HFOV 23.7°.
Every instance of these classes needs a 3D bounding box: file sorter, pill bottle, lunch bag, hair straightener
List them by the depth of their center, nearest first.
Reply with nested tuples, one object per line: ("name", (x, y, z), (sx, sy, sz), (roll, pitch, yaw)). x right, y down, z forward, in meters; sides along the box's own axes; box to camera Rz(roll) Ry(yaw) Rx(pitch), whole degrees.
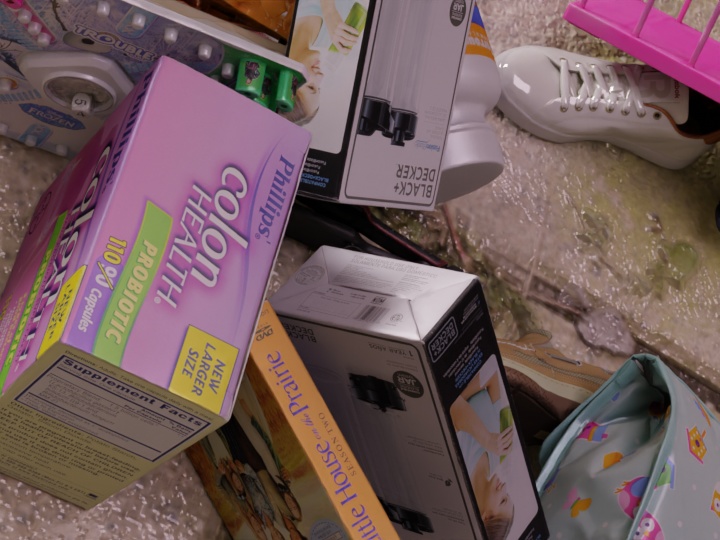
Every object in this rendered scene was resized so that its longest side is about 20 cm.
("lunch bag", (0.192, 0.176, 1.106), (0.170, 0.121, 0.201), (43, 58, -28))
("hair straightener", (0.000, 0.000, 1.136), (0.199, 0.041, 0.077), (34, 56, -21))
("pill bottle", (0.032, -0.150, 1.166), (0.111, 0.112, 0.202), (-8, 74, -33))
("file sorter", (0.279, -0.199, 1.255), (0.199, 0.126, 0.139), (31, 24, 16))

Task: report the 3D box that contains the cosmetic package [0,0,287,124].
("cosmetic package", (-0.144, -0.119, 1.049), (0.199, 0.103, 0.074), (21, 65, -24))

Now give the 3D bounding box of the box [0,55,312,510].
("box", (-0.131, 0.014, 0.944), (0.096, 0.200, 0.177), (27, 59, -20))

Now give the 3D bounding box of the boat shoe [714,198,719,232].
("boat shoe", (0.318, -0.093, 1.352), (0.074, 0.093, 0.200), (21, 28, 14))

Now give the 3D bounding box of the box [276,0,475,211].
("box", (0.012, -0.140, 1.036), (0.116, 0.060, 0.202), (4, 99, -58))

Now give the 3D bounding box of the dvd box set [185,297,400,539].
("dvd box set", (-0.043, 0.128, 0.983), (0.029, 0.146, 0.201), (-27, 86, -31))

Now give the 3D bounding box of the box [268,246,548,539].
("box", (0.029, 0.091, 0.998), (0.060, 0.116, 0.201), (-46, 132, -36))

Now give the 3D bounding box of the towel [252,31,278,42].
("towel", (-0.025, -0.223, 1.120), (0.146, 0.030, 0.201), (32, 89, 16))

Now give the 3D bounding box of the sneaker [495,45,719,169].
("sneaker", (0.192, -0.135, 1.276), (0.199, 0.085, 0.073), (11, 67, -26))

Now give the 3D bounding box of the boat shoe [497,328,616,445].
("boat shoe", (0.113, 0.074, 1.157), (0.199, 0.072, 0.077), (25, 48, -33))

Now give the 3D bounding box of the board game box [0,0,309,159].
("board game box", (-0.159, -0.100, 0.972), (0.199, 0.200, 0.026), (19, 65, -23))

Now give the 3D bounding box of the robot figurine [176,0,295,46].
("robot figurine", (-0.101, -0.225, 1.043), (0.199, 0.058, 0.146), (29, 89, -20))
